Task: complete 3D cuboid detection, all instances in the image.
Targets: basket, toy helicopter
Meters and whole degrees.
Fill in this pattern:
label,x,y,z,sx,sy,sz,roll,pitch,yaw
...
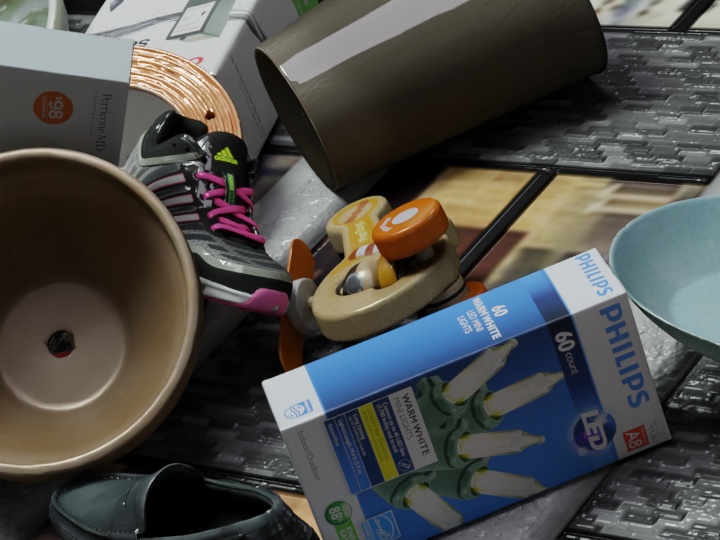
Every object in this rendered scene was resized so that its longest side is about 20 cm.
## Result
label,x,y,z,sx,sy,sz,roll,pitch,yaw
basket,0.040,-0.152,1.835,0.200,0.136,0.180,-29,36,-8
toy helicopter,0.000,0.000,1.685,0.132,0.079,0.200,-28,19,4

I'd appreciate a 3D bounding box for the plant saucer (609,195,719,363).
label,x,y,z,sx,sy,sz,roll,pitch,yaw
plant saucer,0.236,0.017,1.485,0.200,0.039,0.201,2,27,-1

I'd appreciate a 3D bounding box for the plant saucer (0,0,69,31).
label,x,y,z,sx,sy,sz,roll,pitch,yaw
plant saucer,-0.269,-0.131,2.016,0.200,0.050,0.200,-37,38,35

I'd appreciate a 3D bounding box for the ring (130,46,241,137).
label,x,y,z,sx,sy,sz,roll,pitch,yaw
ring,-0.177,-0.071,1.825,0.200,0.019,0.201,-6,55,8

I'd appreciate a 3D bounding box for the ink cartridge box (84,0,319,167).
label,x,y,z,sx,sy,sz,roll,pitch,yaw
ink cartridge box,-0.128,-0.153,1.980,0.145,0.084,0.200,-8,32,23

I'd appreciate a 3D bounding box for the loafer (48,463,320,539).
label,x,y,z,sx,sy,sz,roll,pitch,yaw
loafer,-0.102,0.137,1.499,0.200,0.071,0.068,9,41,42

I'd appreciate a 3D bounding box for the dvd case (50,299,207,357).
label,x,y,z,sx,sy,sz,roll,pitch,yaw
dvd case,-0.172,0.036,1.760,0.146,0.022,0.200,-11,32,17

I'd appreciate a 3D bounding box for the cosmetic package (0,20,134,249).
label,x,y,z,sx,sy,sz,roll,pitch,yaw
cosmetic package,-0.226,-0.062,1.667,0.150,0.200,0.052,6,40,-7

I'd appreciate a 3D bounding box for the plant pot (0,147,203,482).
label,x,y,z,sx,sy,sz,roll,pitch,yaw
plant pot,-0.189,0.034,1.622,0.200,0.093,0.201,-1,75,6

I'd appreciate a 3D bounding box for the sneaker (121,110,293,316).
label,x,y,z,sx,sy,sz,roll,pitch,yaw
sneaker,-0.095,-0.041,1.682,0.200,0.074,0.088,43,110,52

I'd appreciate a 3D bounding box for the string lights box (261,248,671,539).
label,x,y,z,sx,sy,sz,roll,pitch,yaw
string lights box,0.058,0.076,1.467,0.200,0.103,0.059,-22,29,-2
